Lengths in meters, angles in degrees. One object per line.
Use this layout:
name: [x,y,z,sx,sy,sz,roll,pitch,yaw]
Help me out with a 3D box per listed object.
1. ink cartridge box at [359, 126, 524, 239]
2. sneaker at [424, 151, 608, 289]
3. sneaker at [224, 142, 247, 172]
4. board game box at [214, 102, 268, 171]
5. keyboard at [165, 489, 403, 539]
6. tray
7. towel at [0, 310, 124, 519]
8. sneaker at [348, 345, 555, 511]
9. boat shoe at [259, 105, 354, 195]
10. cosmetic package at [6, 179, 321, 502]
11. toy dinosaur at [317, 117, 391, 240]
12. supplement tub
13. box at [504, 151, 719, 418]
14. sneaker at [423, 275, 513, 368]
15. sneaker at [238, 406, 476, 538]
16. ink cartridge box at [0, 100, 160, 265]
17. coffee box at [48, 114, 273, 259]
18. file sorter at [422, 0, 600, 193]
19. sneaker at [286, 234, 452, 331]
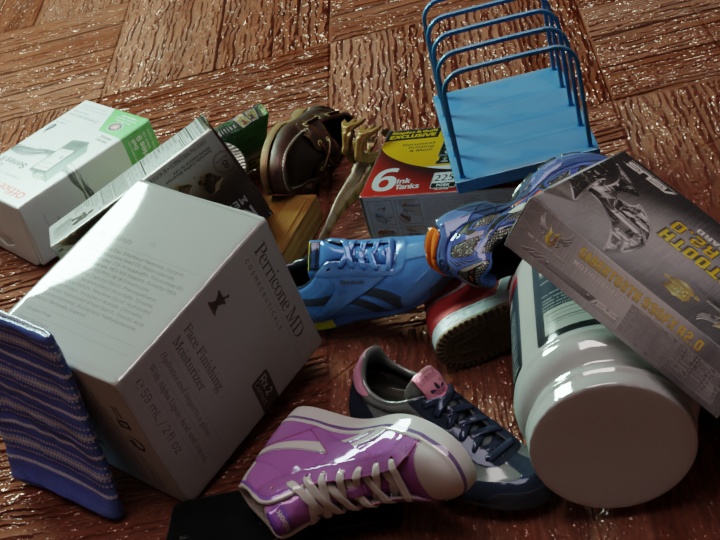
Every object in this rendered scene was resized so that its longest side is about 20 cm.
ink cartridge box: [0.120,-0.095,1.358,0.198,0.084,0.176,-3,35,20]
sneaker: [0.156,-0.035,1.154,0.199,0.076,0.078,-28,40,-15]
sneaker: [-0.199,-0.055,1.463,0.200,0.070,0.100,-40,-1,-1]
board game box: [-0.191,-0.109,1.505,0.199,0.105,0.023,-32,68,-22]
keyboard: [-0.063,0.211,1.059,0.198,0.021,0.127,-12,28,9]
tray: [-0.119,-0.009,1.384,0.098,0.037,0.201,-1,38,23]
towel: [-0.276,0.119,1.122,0.144,0.201,0.024,15,42,37]
sneaker: [0.068,0.124,1.061,0.199,0.083,0.070,19,36,34]
boat shoe: [-0.057,-0.140,1.494,0.070,0.071,0.200,3,28,14]
cosmetic package: [-0.172,0.057,1.168,0.164,0.165,0.200,18,56,36]
toy dinosaur: [0.004,-0.101,1.415,0.060,0.107,0.200,5,32,35]
supplement tub: [0.188,0.070,1.040,0.139,0.141,0.201,-9,35,11]
box: [0.227,0.003,0.986,0.200,0.049,0.158,41,36,20]
sneaker: [0.148,0.008,1.210,0.199,0.072,0.113,-20,37,-1]
sneaker: [-0.010,0.169,1.022,0.199,0.073,0.114,-3,33,44]
ink cartridge box: [-0.350,-0.108,1.582,0.145,0.085,0.200,20,49,43]
coffee box: [-0.203,-0.051,1.358,0.199,0.113,0.080,-36,22,-2]
file sorter: [0.138,-0.187,1.297,0.138,0.123,0.201,-14,31,4]
sneaker: [0.000,0.000,1.228,0.199,0.078,0.066,-17,43,35]
